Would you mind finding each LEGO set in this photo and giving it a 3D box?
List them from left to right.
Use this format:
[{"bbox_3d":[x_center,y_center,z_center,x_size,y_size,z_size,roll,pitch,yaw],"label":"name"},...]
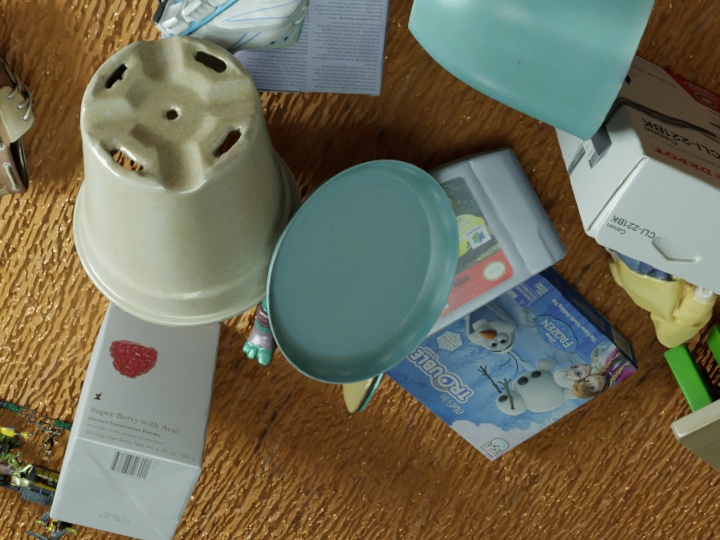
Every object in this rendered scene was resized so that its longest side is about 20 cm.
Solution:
[{"bbox_3d":[-0.373,0.229,1.243,0.199,0.116,0.154,28,122,-21],"label":"LEGO set"}]

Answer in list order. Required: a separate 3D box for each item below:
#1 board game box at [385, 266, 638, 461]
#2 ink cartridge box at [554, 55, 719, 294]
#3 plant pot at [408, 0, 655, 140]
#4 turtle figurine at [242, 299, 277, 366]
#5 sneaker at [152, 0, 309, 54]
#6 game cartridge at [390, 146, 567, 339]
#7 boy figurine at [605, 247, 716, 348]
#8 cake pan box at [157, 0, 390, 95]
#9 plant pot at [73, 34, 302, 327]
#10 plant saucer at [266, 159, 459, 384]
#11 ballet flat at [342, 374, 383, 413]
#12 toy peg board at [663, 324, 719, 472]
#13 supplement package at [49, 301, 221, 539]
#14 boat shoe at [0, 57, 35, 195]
[{"bbox_3d":[0.148,0.086,1.188,0.199,0.044,0.200,-37,119,25],"label":"board game box"},{"bbox_3d":[0.250,-0.090,0.956,0.143,0.201,0.084,21,125,-17],"label":"ink cartridge box"},{"bbox_3d":[0.128,-0.220,0.868,0.160,0.201,0.202,18,126,1],"label":"plant pot"},{"bbox_3d":[-0.068,0.018,1.096,0.149,0.101,0.201,26,146,20],"label":"turtle figurine"},{"bbox_3d":[-0.059,-0.220,0.881,0.199,0.075,0.087,-25,130,28],"label":"sneaker"},{"bbox_3d":[0.075,-0.023,1.061,0.199,0.041,0.134,-31,96,4],"label":"game cartridge"},{"bbox_3d":[0.291,0.007,1.096,0.065,0.124,0.200,-50,131,-12],"label":"boy figurine"},{"bbox_3d":[-0.072,-0.237,0.935,0.198,0.052,0.185,2,125,-2],"label":"cake pan box"},{"bbox_3d":[-0.144,-0.082,0.919,0.198,0.202,0.184,2,155,-2],"label":"plant pot"},{"bbox_3d":[0.000,0.000,0.988,0.199,0.027,0.202,-15,117,-32],"label":"plant saucer"},{"bbox_3d":[0.016,0.043,1.127,0.063,0.069,0.201,25,102,-9],"label":"ballet flat"},{"bbox_3d":[0.423,0.110,1.182,0.199,0.098,0.199,-30,147,20],"label":"toy peg board"},{"bbox_3d":[-0.216,0.142,1.126,0.120,0.201,0.120,16,126,-13],"label":"supplement package"},{"bbox_3d":[-0.316,-0.145,0.993,0.071,0.076,0.201,5,136,-9],"label":"boat shoe"}]
